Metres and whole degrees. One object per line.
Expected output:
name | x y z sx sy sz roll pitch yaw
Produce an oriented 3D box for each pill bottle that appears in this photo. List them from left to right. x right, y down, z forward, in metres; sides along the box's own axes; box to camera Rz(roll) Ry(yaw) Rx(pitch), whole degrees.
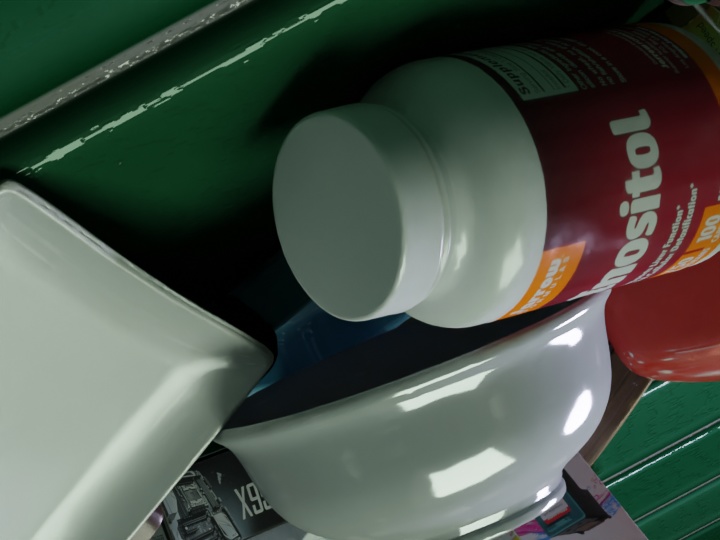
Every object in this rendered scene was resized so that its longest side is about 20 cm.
pill bottle | 0.066 -0.039 0.920 0.199 0.113 0.113 -14 158 -38

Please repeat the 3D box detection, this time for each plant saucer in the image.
plant saucer | 0.165 0.041 1.303 0.201 0.029 0.200 -57 178 -2

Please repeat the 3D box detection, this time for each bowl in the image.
bowl | 0.036 0.077 1.007 0.200 0.091 0.201 -21 -176 1

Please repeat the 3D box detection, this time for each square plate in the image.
square plate | -0.153 0.073 0.897 0.200 0.028 0.198 -50 143 3

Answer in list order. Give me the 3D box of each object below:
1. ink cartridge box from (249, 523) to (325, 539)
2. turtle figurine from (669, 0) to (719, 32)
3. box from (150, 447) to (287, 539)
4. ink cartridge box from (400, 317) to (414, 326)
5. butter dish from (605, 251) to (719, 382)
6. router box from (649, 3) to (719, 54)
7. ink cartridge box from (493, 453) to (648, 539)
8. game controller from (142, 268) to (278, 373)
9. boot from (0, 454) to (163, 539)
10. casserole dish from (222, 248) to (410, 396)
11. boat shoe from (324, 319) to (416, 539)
ink cartridge box | 0.009 0.143 1.286 0.159 0.047 0.201 -4 136 -41
turtle figurine | 0.185 -0.138 0.859 0.149 0.101 0.200 -29 157 4
box | -0.105 0.134 1.172 0.157 0.050 0.199 -18 175 -45
ink cartridge box | 0.051 0.078 1.311 0.117 0.068 0.200 -17 160 -28
butter dish | 0.199 0.007 1.123 0.199 0.149 0.199 -18 177 13
router box | 0.233 -0.064 0.954 0.157 0.201 0.052 -38 161 29
ink cartridge box | 0.105 0.172 1.179 0.067 0.200 0.117 -20 144 -25
game controller | -0.133 0.067 1.018 0.200 0.042 0.104 -39 144 29
boot | -0.204 0.132 0.981 0.200 0.073 0.166 -36 135 5
casserole dish | 0.000 0.000 1.057 0.200 0.039 0.121 -37 163 29
boat shoe | 0.037 0.071 1.138 0.200 0.072 0.071 -53 166 -27
